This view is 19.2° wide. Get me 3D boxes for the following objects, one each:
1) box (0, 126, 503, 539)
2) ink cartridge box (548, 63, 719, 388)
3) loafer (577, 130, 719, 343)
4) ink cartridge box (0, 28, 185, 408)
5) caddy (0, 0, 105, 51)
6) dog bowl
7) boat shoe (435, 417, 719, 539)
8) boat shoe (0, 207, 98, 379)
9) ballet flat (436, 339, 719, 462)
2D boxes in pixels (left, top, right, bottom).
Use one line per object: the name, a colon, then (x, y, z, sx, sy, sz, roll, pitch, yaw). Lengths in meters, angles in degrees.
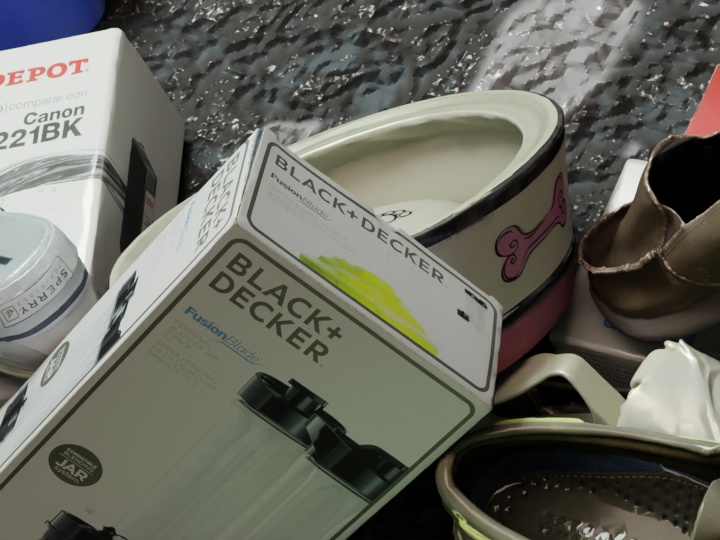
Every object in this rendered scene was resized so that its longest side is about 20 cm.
box: (-0.055, 0.057, 0.772, 0.200, 0.116, 0.060, -43, 19, 30)
ink cartridge box: (0.201, -0.013, 0.868, 0.199, 0.045, 0.177, 13, 63, 29)
loafer: (0.133, -0.023, 0.774, 0.073, 0.071, 0.200, -38, 9, -19)
ink cartridge box: (-0.168, -0.002, 0.984, 0.143, 0.084, 0.201, -9, 53, 16)
caddy: (-0.212, -0.195, 1.126, 0.198, 0.105, 0.142, 4, 57, 25)
dog bowl: (0.000, 0.000, 0.874, 0.199, 0.074, 0.200, -20, 18, 7)
boat shoe: (0.118, 0.093, 0.710, 0.200, 0.060, 0.073, 8, 65, 29)
boat shoe: (-0.164, 0.009, 0.878, 0.073, 0.067, 0.200, -41, 29, -15)
ballet flat: (0.102, 0.064, 0.800, 0.199, 0.069, 0.068, -4, 36, 40)
